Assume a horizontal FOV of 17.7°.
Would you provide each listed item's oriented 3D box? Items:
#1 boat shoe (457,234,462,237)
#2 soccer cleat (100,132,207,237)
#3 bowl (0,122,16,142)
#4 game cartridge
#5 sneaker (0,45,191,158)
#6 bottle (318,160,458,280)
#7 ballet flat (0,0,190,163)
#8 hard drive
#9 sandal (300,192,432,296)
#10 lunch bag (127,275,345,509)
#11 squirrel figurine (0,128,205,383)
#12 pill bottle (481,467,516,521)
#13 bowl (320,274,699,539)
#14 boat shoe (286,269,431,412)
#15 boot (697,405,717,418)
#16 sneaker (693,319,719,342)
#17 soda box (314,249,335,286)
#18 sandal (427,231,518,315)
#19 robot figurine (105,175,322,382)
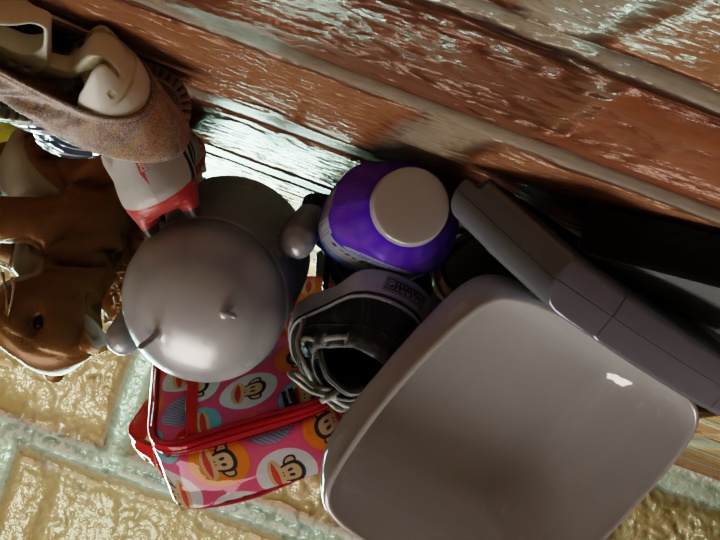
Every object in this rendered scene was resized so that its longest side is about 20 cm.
[{"bbox_3d":[0.112,0.020,1.672,0.072,0.068,0.200,23,173,-38],"label":"boat shoe"},{"bbox_3d":[-0.146,-0.086,1.588,0.068,0.086,0.200,-22,-164,1],"label":"soccer cleat"},{"bbox_3d":[-0.299,-0.087,1.870,0.199,0.108,0.200,20,174,2],"label":"bowl"},{"bbox_3d":[0.151,0.020,1.383,0.200,0.042,0.133,31,-166,-40],"label":"game cartridge"},{"bbox_3d":[-0.212,-0.118,1.425,0.199,0.070,0.108,18,174,-21],"label":"sneaker"},{"bbox_3d":[0.021,-0.032,1.475,0.083,0.066,0.200,21,175,-5],"label":"bottle"},{"bbox_3d":[-0.179,-0.120,1.335,0.199,0.068,0.067,20,143,-21],"label":"ballet flat"},{"bbox_3d":[0.233,0.015,1.368,0.139,0.033,0.200,16,174,36],"label":"hard drive"},{"bbox_3d":[0.001,0.000,1.642,0.075,0.048,0.201,11,-162,-16],"label":"sandal"},{"bbox_3d":[-0.088,0.093,1.719,0.175,0.082,0.200,-18,-153,6],"label":"lunch bag"},{"bbox_3d":[-0.198,-0.012,1.709,0.199,0.188,0.141,10,154,-34],"label":"squirrel figurine"},{"bbox_3d":[0.055,0.112,1.629,0.112,0.113,0.200,20,-166,-2],"label":"pill bottle"},{"bbox_3d":[0.085,0.099,1.457,0.200,0.200,0.075,30,-160,-30],"label":"bowl"},{"bbox_3d":[-0.009,0.057,1.537,0.073,0.068,0.199,29,160,-14],"label":"boat shoe"},{"bbox_3d":[0.207,0.082,1.713,0.199,0.073,0.155,-7,179,-3],"label":"boot"},{"bbox_3d":[0.190,0.074,1.558,0.199,0.071,0.099,-13,127,30],"label":"sneaker"},{"bbox_3d":[0.060,0.037,1.774,0.199,0.071,0.063,26,-137,25],"label":"soda box"},{"bbox_3d":[0.084,0.007,1.593,0.054,0.082,0.200,33,170,-25],"label":"sandal"},{"bbox_3d":[-0.099,0.006,1.592,0.113,0.169,0.200,55,-162,-12],"label":"robot figurine"}]
